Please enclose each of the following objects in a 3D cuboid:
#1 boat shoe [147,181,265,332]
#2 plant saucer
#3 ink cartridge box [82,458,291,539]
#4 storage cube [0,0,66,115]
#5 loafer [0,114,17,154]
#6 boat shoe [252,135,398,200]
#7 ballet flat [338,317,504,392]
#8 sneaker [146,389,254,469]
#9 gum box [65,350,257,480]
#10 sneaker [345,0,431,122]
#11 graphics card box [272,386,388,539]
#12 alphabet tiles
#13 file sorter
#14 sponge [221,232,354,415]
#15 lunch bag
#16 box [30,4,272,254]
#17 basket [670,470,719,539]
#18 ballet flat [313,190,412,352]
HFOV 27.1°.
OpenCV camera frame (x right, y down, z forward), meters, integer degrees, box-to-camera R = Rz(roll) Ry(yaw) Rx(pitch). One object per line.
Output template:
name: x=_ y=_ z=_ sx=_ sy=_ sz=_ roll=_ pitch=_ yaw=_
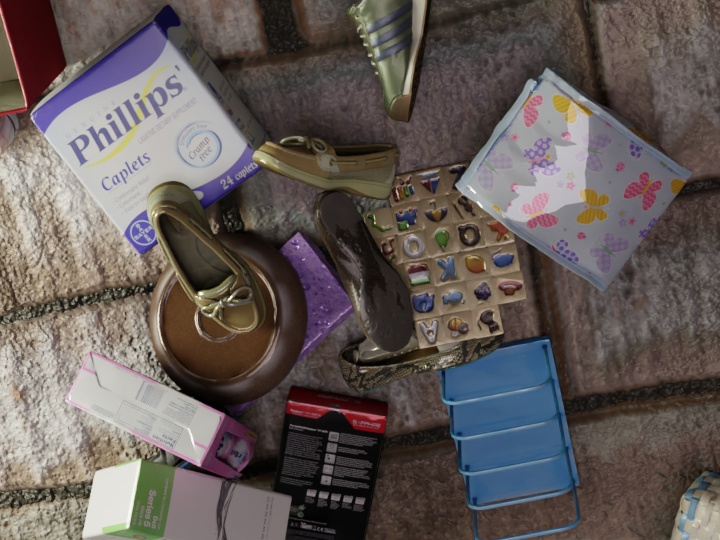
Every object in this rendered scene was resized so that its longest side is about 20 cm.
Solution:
boat shoe: x=-0.168 y=-0.003 z=1.624 sx=0.073 sy=0.063 sz=0.201 roll=-23 pitch=119 yaw=9
plant saucer: x=-0.159 y=0.055 z=1.724 sx=0.199 sy=0.032 sz=0.202 roll=-1 pitch=85 yaw=17
ink cartridge box: x=-0.202 y=0.288 z=1.745 sx=0.199 sy=0.145 sz=0.085 roll=19 pitch=68 yaw=-26
storage cube: x=-0.431 y=-0.260 z=1.587 sx=0.170 sy=0.180 sz=0.201 roll=-9 pitch=111 yaw=7
loafer: x=-0.487 y=-0.142 z=1.683 sx=0.199 sy=0.063 sz=0.072 roll=-11 pitch=128 yaw=6
boat shoe: x=-0.035 y=-0.122 z=1.631 sx=0.200 sy=0.073 sz=0.063 roll=10 pitch=100 yaw=-44
ballet flat: x=0.066 y=0.087 z=1.748 sx=0.199 sy=0.068 sz=0.075 roll=-18 pitch=133 yaw=12
sneaker: x=-0.210 y=0.189 z=1.815 sx=0.083 sy=0.071 sz=0.200 roll=47 pitch=109 yaw=6
gum box: x=-0.221 y=0.169 z=1.711 sx=0.199 sy=0.114 sz=0.066 roll=23 pitch=82 yaw=21
sneaker: x=0.027 y=-0.266 z=1.625 sx=0.089 sy=0.067 sz=0.201 roll=10 pitch=111 yaw=7
graphics card box: x=-0.042 y=0.247 z=1.830 sx=0.125 sy=0.051 sz=0.201 roll=9 pitch=110 yaw=-1
alphabet tiles: x=0.096 y=-0.017 z=1.706 sx=0.165 sy=0.006 sz=0.201 roll=-11 pitch=89 yaw=7
file sorter: x=0.178 y=0.202 z=1.762 sx=0.138 sy=0.123 sz=0.201 roll=-12 pitch=110 yaw=7
sponge: x=-0.106 y=0.063 z=1.738 sx=0.200 sy=0.030 sz=0.112 roll=-42 pitch=76 yaw=11
lunch bag: x=0.227 y=-0.106 z=1.632 sx=0.199 sy=0.127 sz=0.170 roll=31 pitch=101 yaw=-19
box: x=-0.229 y=-0.155 z=1.656 sx=0.183 sy=0.105 sz=0.200 roll=-34 pitch=105 yaw=14
basket: x=0.472 y=0.334 z=1.776 sx=0.199 sy=0.139 sz=0.177 roll=25 pitch=114 yaw=26
ballet flat: x=0.000 y=0.000 z=1.684 sx=0.067 sy=0.046 sz=0.201 roll=-32 pitch=104 yaw=-18
